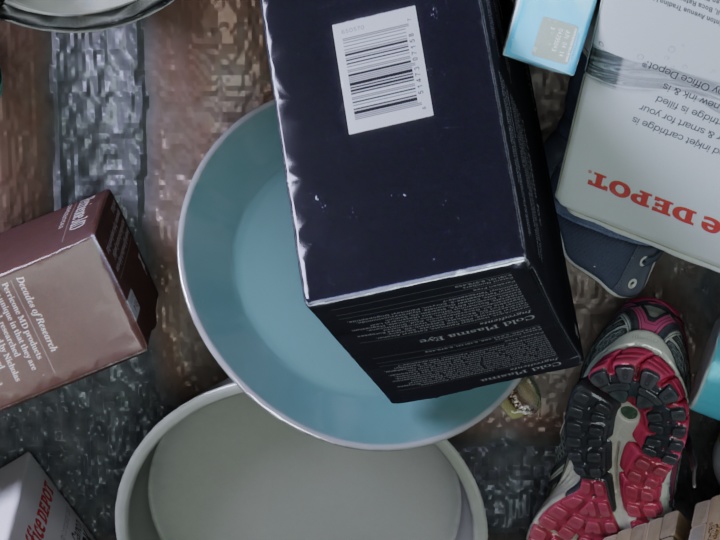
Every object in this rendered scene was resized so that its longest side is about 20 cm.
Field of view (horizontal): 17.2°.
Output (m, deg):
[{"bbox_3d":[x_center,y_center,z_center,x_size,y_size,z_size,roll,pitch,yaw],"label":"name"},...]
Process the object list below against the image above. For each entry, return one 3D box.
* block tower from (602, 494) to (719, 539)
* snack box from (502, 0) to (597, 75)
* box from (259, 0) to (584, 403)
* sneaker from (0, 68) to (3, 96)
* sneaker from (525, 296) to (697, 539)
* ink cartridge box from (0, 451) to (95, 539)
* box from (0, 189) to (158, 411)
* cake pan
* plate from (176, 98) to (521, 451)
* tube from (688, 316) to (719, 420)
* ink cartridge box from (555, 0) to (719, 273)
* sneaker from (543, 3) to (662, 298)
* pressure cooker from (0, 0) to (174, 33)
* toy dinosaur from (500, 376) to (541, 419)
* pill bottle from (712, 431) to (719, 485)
[{"bbox_3d":[0.174,0.157,1.218,0.200,0.054,0.058,-24,120,35],"label":"block tower"},{"bbox_3d":[0.104,-0.168,1.143,0.037,0.200,0.116,16,105,2],"label":"snack box"},{"bbox_3d":[0.029,-0.059,1.135,0.104,0.182,0.200,-12,70,10],"label":"box"},{"bbox_3d":[-0.291,-0.119,1.217,0.200,0.078,0.140,43,102,-2],"label":"sneaker"},{"bbox_3d":[0.142,0.104,1.271,0.081,0.075,0.200,17,132,5],"label":"sneaker"},{"bbox_3d":[-0.159,0.215,1.271,0.083,0.147,0.200,-33,105,6],"label":"ink cartridge box"},{"bbox_3d":[-0.211,0.035,1.244,0.200,0.100,0.075,-21,105,4],"label":"box"},{"bbox_3d":[-0.031,0.132,1.285,0.200,0.037,0.200,2,121,3],"label":"cake pan"},{"bbox_3d":[0.000,0.000,1.231,0.200,0.026,0.200,7,67,-16],"label":"plate"},{"bbox_3d":[0.265,0.077,1.182,0.200,0.050,0.077,18,117,3],"label":"tube"},{"bbox_3d":[0.182,-0.100,1.073,0.147,0.083,0.200,23,131,14],"label":"ink cartridge box"},{"bbox_3d":[0.187,-0.053,1.247,0.202,0.077,0.146,10,118,-17],"label":"sneaker"},{"bbox_3d":[-0.133,-0.205,1.127,0.179,0.200,0.176,-5,106,0],"label":"pressure cooker"},{"bbox_3d":[0.002,0.027,1.279,0.200,0.047,0.088,39,97,-7],"label":"toy dinosaur"},{"bbox_3d":[0.255,0.081,1.263,0.112,0.112,0.200,20,104,-7],"label":"pill bottle"}]
